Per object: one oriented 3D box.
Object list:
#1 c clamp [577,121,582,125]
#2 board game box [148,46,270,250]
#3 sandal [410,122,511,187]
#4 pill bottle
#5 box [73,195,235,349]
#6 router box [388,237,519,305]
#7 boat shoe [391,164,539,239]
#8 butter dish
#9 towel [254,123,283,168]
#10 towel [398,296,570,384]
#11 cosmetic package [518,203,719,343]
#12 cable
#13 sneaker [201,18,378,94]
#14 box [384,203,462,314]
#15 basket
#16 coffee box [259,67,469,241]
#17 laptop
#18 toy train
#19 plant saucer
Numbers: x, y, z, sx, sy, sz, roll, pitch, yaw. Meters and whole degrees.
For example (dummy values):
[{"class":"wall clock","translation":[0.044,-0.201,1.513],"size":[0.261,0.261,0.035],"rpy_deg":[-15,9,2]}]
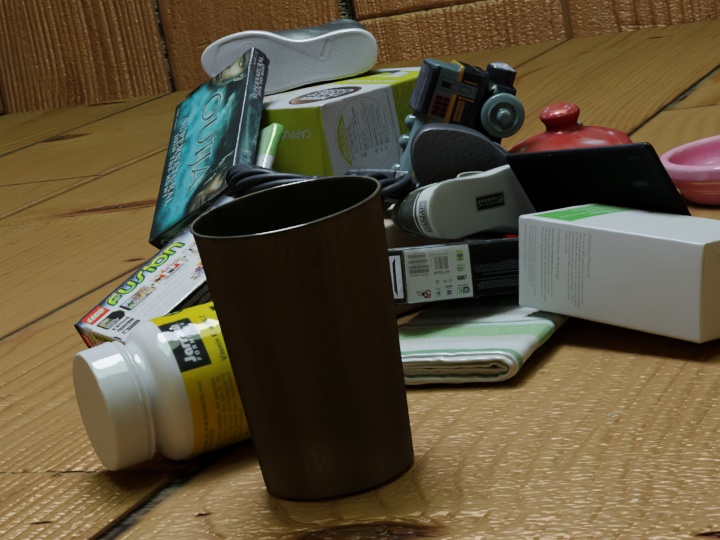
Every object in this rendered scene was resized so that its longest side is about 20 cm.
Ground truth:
[{"class":"c clamp","translation":[0.176,-0.119,1.934],"size":[0.199,0.027,0.171],"rpy_deg":[-33,-3,23]},{"class":"board game box","translation":[-0.157,-0.127,1.767],"size":[0.135,0.028,0.201],"rpy_deg":[-32,38,36]},{"class":"sandal","translation":[0.130,-0.092,1.648],"size":[0.199,0.076,0.043],"rpy_deg":[19,20,-26]},{"class":"pill bottle","translation":[-0.117,0.083,1.328],"size":[0.199,0.115,0.114],"rpy_deg":[-17,14,-24]},{"class":"box","translation":[-0.159,0.008,1.558],"size":[0.200,0.035,0.110],"rpy_deg":[-43,31,-24]},{"class":"router box","translation":[0.088,0.000,1.544],"size":[0.199,0.051,0.149],"rpy_deg":[-6,1,-28]},{"class":"boat shoe","translation":[0.116,-0.065,1.592],"size":[0.199,0.071,0.063],"rpy_deg":[-5,2,-40]},{"class":"butter dish","translation":[0.219,-0.102,1.771],"size":[0.199,0.149,0.200],"rpy_deg":[-10,12,5]},{"class":"towel","translation":[-0.146,-0.047,1.748],"size":[0.149,0.031,0.201],"rpy_deg":[-16,49,47]},{"class":"towel","translation":[0.099,0.060,1.460],"size":[0.148,0.031,0.200],"rpy_deg":[-2,13,26]},{"class":"cosmetic package","translation":[0.238,-0.001,1.411],"size":[0.107,0.085,0.199],"rpy_deg":[-10,13,-42]},{"class":"cable","translation":[-0.042,-0.073,1.606],"size":[0.199,0.051,0.163],"rpy_deg":[5,6,20]},{"class":"sneaker","translation":[-0.075,-0.240,1.896],"size":[0.198,0.071,0.099],"rpy_deg":[-5,11,7]},{"class":"box","translation":[0.000,0.000,1.637],"size":[0.199,0.096,0.078],"rpy_deg":[-20,16,-30]},{"class":"basket","translation":[-0.034,0.050,1.205],"size":[0.135,0.201,0.180],"rpy_deg":[-9,12,11]},{"class":"coffee box","translation":[-0.016,-0.105,1.856],"size":[0.197,0.201,0.199],"rpy_deg":[-21,16,-37]},{"class":"laptop","translation":[0.270,-0.063,1.549],"size":[0.116,0.201,0.187],"rpy_deg":[-45,24,-27]},{"class":"toy train","translation":[0.094,-0.125,1.743],"size":[0.113,0.201,0.085],"rpy_deg":[15,13,-9]},{"class":"plant saucer","translation":[0.433,-0.115,1.869],"size":[0.199,0.051,0.201],"rpy_deg":[-11,12,2]}]
